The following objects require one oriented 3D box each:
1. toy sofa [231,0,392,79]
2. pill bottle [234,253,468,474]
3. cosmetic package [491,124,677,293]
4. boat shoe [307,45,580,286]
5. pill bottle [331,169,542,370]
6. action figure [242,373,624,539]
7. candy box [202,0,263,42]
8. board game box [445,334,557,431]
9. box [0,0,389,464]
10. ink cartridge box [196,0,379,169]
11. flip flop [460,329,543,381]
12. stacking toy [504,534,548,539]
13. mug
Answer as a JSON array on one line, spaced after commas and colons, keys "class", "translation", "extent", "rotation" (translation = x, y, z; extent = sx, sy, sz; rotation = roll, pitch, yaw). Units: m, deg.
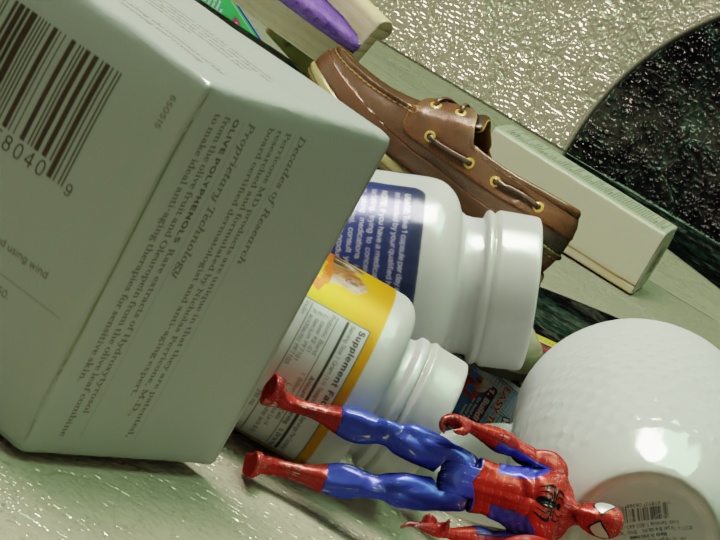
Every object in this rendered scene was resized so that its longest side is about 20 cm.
[{"class": "toy sofa", "translation": [-0.064, -0.201, 1.848], "extent": [0.200, 0.098, 0.083], "rotation": [33, 11, -47]}, {"class": "pill bottle", "translation": [-0.046, 0.036, 1.595], "extent": [0.199, 0.110, 0.109], "rotation": [30, 10, -5]}, {"class": "cosmetic package", "translation": [0.207, -0.062, 2.924], "extent": [0.199, 0.073, 0.104], "rotation": [32, 10, 10]}, {"class": "boat shoe", "translation": [0.052, -0.072, 1.806], "extent": [0.200, 0.068, 0.072], "rotation": [44, 8, 16]}, {"class": "pill bottle", "translation": [0.000, 0.000, 1.707], "extent": [0.199, 0.120, 0.120], "rotation": [8, 12, -2]}, {"class": "action figure", "translation": [0.043, 0.107, 1.532], "extent": [0.199, 0.066, 0.052], "rotation": [16, -13, -12]}, {"class": "candy box", "translation": [-0.170, -0.168, 1.971], "extent": [0.168, 0.077, 0.200], "rotation": [7, -30, 33]}, {"class": "board game box", "translation": [0.100, 0.088, 1.904], "extent": [0.199, 0.062, 0.200], "rotation": [24, 13, -30]}, {"class": "box", "translation": [-0.137, -0.040, 1.446], "extent": [0.199, 0.201, 0.171], "rotation": [35, 13, 29]}, {"class": "ink cartridge box", "translation": [-0.056, -0.096, 1.812], "extent": [0.196, 0.043, 0.200], "rotation": [31, 14, -48]}, {"class": "flip flop", "translation": [0.063, -0.016, 1.859], "extent": [0.081, 0.058, 0.200], "rotation": [4, 41, -35]}, {"class": "stacking toy", "translation": [0.138, 0.190, 1.469], "extent": [0.200, 0.086, 0.085], "rotation": [32, 10, 34]}, {"class": "mug", "translation": [0.129, 0.119, 1.652], "extent": [0.199, 0.149, 0.175], "rotation": [6, 17, 2]}]
